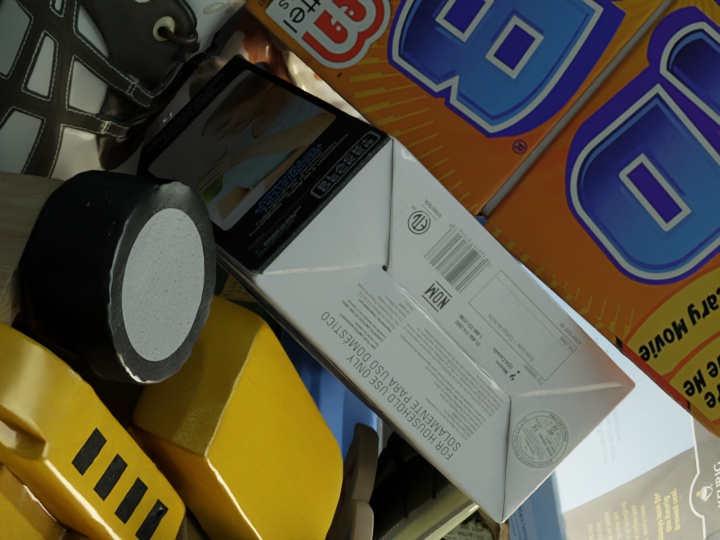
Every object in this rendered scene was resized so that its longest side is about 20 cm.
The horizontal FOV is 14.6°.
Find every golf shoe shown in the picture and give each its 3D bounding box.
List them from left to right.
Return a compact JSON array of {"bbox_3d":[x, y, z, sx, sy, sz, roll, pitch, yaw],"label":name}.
[{"bbox_3d":[-0.079,-0.068,0.880,0.078,0.094,0.200,-56,148,-54],"label":"golf shoe"}]

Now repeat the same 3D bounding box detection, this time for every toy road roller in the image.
[{"bbox_3d":[-0.103,0.062,0.816,0.146,0.123,0.200,-69,151,-24],"label":"toy road roller"}]

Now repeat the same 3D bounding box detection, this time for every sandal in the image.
[{"bbox_3d":[0.021,0.105,0.980,0.080,0.057,0.201,-70,-175,-45],"label":"sandal"}]

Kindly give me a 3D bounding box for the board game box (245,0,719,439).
[{"bbox_3d":[0.123,-0.090,0.914,0.200,0.200,0.200,-50,169,10],"label":"board game box"}]

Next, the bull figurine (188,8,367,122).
[{"bbox_3d":[-0.020,-0.118,1.046,0.121,0.065,0.200,-29,110,-65],"label":"bull figurine"}]

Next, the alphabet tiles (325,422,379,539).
[{"bbox_3d":[-0.032,0.157,0.946,0.200,0.015,0.196,-84,-167,-55],"label":"alphabet tiles"}]

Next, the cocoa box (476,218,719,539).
[{"bbox_3d":[0.097,0.022,1.256,0.131,0.133,0.200,-27,126,-22],"label":"cocoa box"}]

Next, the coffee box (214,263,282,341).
[{"bbox_3d":[-0.048,0.109,1.095,0.123,0.044,0.200,-59,149,-51],"label":"coffee box"}]

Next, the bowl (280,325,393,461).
[{"bbox_3d":[0.007,0.059,1.117,0.201,0.039,0.201,1,90,-78],"label":"bowl"}]

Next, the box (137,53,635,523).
[{"bbox_3d":[0.000,0.000,0.914,0.060,0.200,0.117,-46,110,-2],"label":"box"}]
